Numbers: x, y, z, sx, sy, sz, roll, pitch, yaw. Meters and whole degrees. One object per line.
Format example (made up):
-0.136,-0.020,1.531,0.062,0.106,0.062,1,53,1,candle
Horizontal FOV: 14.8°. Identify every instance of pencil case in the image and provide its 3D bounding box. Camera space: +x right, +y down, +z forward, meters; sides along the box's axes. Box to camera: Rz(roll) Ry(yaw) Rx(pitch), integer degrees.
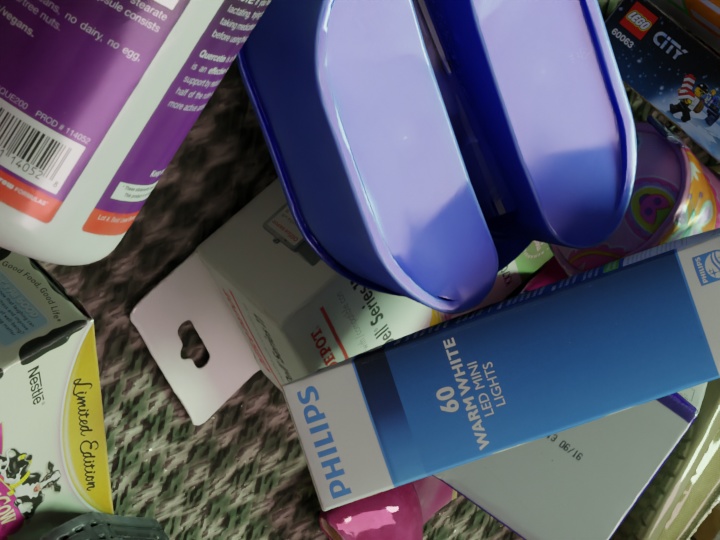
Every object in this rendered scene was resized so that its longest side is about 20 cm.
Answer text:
0.164,-0.004,1.313,0.087,0.087,0.200,-52,136,6,pencil case

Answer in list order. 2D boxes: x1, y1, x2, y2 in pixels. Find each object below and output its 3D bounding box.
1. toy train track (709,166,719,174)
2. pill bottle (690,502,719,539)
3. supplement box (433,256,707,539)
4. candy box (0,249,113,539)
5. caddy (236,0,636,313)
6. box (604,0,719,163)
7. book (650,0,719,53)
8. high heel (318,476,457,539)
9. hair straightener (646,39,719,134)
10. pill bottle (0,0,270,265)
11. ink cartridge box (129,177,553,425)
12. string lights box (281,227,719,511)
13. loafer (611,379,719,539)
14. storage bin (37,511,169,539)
0.183,-0.038,1.486,0.200,0.033,0.115,-4,127,-46,toy train track
0.214,0.140,1.550,0.114,0.200,0.115,-30,142,-26,pill bottle
0.104,0.064,1.364,0.103,0.101,0.200,-56,175,13,supplement box
-0.202,0.094,1.154,0.200,0.061,0.137,-31,144,-25,candy box
0.029,-0.078,1.171,0.141,0.105,0.200,-25,112,-15,caddy
0.202,-0.046,1.286,0.038,0.200,0.137,-51,164,7,box
0.176,-0.131,1.228,0.048,0.200,0.134,-42,146,-11,book
0.011,0.182,1.474,0.096,0.067,0.200,-31,139,-41,high heel
0.222,-0.112,1.444,0.200,0.041,0.077,-34,145,-28,hair straightener
-0.093,-0.109,1.024,0.112,0.112,0.200,16,112,-54,pill bottle
0.000,0.000,1.283,0.200,0.067,0.117,-41,147,-11,ink cartridge box
0.074,0.039,1.181,0.200,0.059,0.103,-20,179,9,string lights box
0.189,0.086,1.477,0.067,0.076,0.200,29,91,-26,loafer
-0.156,0.205,1.230,0.200,0.094,0.135,-37,166,6,storage bin
